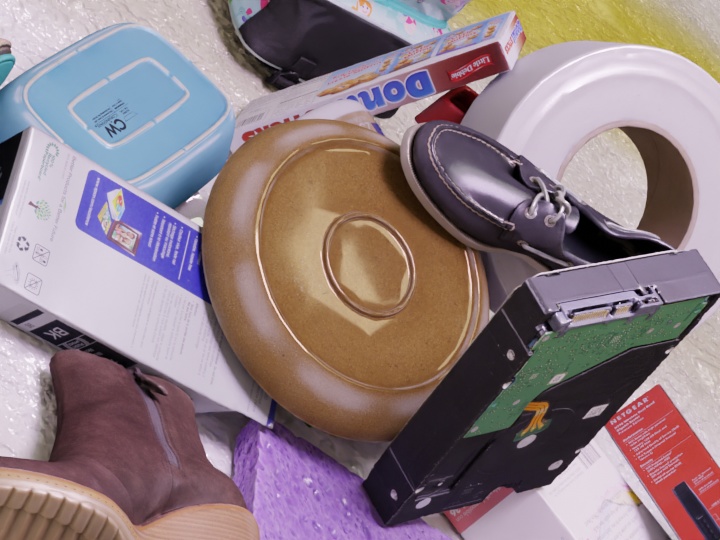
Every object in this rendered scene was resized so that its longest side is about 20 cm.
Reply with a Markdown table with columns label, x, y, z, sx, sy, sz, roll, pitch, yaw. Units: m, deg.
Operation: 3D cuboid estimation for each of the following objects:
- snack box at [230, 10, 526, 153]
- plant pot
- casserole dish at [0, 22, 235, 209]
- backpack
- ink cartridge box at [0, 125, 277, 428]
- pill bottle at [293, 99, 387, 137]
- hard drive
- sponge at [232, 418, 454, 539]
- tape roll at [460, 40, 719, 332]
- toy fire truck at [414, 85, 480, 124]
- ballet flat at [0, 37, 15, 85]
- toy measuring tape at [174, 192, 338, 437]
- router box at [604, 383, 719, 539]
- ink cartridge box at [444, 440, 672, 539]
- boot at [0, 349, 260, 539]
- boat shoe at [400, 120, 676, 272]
| label | x | y | z | sx | sy | sz | roll | pitch | yaw |
| --- | --- | --- | --- | --- | --- | --- | --- | --- | --- |
| snack box | 0.010 | -0.123 | 1.477 | 0.072 | 0.199 | 0.024 | -61 | 131 | -65 |
| plant pot | 0.000 | 0.000 | 1.297 | 0.199 | 0.027 | 0.201 | 14 | 63 | -30 |
| casserole dish | -0.146 | -0.090 | 1.332 | 0.121 | 0.039 | 0.200 | 42 | 37 | 4 |
| backpack | -0.020 | -0.233 | 1.640 | 0.177 | 0.151 | 0.200 | 21 | 33 | -41 |
| ink cartridge box | -0.125 | 0.010 | 1.240 | 0.200 | 0.039 | 0.100 | 32 | 54 | -30 |
| pill bottle | 0.009 | 0.002 | 1.402 | 0.200 | 0.116 | 0.116 | 54 | 27 | 9 |
| hard drive | 0.101 | 0.067 | 1.269 | 0.139 | 0.200 | 0.038 | -10 | 59 | -38 |
| sponge | 0.007 | 0.172 | 1.277 | 0.200 | 0.030 | 0.112 | 35 | 29 | -24 |
| tape roll | 0.156 | -0.047 | 1.440 | 0.202 | 0.203 | 0.071 | 38 | -6 | -21 |
| toy fire truck | 0.082 | -0.009 | 1.500 | 0.200 | 0.141 | 0.049 | 49 | 27 | 0 |
| ballet flat | -0.248 | -0.097 | 1.199 | 0.067 | 0.068 | 0.200 | 39 | 26 | -4 |
| toy measuring tape | -0.058 | 0.012 | 1.333 | 0.200 | 0.074 | 0.073 | 57 | 28 | 14 |
| router box | 0.253 | 0.198 | 1.483 | 0.200 | 0.049 | 0.180 | 53 | 4 | -40 |
| ink cartridge box | 0.143 | 0.184 | 1.426 | 0.200 | 0.067 | 0.116 | 52 | 27 | 7 |
| boot | -0.142 | 0.100 | 1.127 | 0.200 | 0.072 | 0.167 | 25 | 23 | -37 |
| boat shoe | 0.113 | -0.038 | 1.341 | 0.200 | 0.063 | 0.073 | 33 | 55 | -26 |
